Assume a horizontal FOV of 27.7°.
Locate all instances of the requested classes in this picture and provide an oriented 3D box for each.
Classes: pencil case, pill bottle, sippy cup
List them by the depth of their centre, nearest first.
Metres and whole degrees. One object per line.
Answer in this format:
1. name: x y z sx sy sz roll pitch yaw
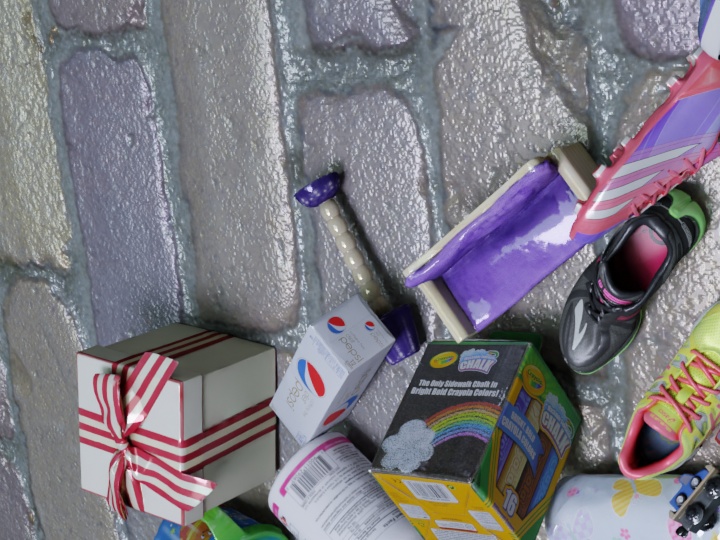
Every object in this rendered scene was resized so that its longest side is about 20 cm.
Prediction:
1. pencil case: 0.267 0.233 1.336 0.198 0.083 0.091 -8 121 40
2. pill bottle: 0.005 0.276 1.528 0.200 0.113 0.114 43 127 24
3. sippy cup: -0.167 0.332 1.691 0.130 0.139 0.180 28 109 40

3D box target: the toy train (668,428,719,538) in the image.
1. toy train: 0.326 0.142 1.240 0.201 0.034 0.046 -54 45 8

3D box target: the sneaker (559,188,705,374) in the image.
1. sneaker: 0.225 0.012 1.290 0.077 0.083 0.201 40 126 20

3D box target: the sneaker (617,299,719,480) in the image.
1. sneaker: 0.288 0.112 1.272 0.078 0.090 0.202 38 124 23

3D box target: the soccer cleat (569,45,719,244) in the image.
1. soccer cleat: 0.251 -0.093 1.209 0.076 0.067 0.201 38 99 4

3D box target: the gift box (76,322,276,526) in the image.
1. gift box: -0.198 0.161 1.604 0.198 0.186 0.188 6 105 37

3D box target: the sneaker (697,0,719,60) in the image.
1. sneaker: 0.272 -0.287 1.155 0.146 0.080 0.202 35 125 31

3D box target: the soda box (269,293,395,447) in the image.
1. soda box: -0.032 0.107 1.494 0.064 0.068 0.200 50 150 12

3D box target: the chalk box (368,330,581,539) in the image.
1. chalk box: 0.119 0.146 1.375 0.124 0.201 0.124 0 139 40

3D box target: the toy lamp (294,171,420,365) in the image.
1. toy lamp: 0.000 0.000 1.481 0.058 0.058 0.202 -31 87 40

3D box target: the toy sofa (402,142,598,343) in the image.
1. toy sofa: 0.138 -0.022 1.325 0.200 0.097 0.083 -42 79 32
